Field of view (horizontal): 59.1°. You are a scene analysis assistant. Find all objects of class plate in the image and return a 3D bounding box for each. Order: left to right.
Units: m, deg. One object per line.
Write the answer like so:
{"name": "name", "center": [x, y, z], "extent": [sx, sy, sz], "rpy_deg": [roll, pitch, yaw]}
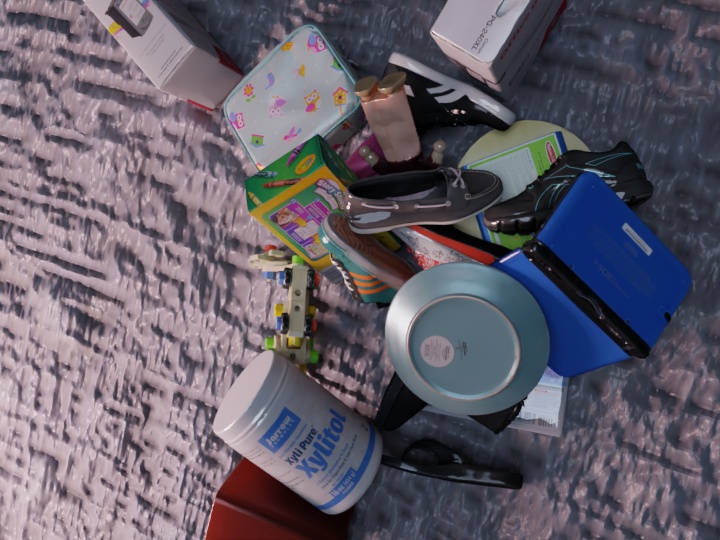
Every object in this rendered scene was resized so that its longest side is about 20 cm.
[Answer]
{"name": "plate", "center": [0.122, 0.088, 0.750], "extent": [0.197, 0.026, 0.204], "rpy_deg": [6, 113, 14]}

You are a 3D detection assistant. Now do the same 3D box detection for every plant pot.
{"name": "plant pot", "center": [-0.112, 0.388, 0.894], "extent": [0.173, 0.200, 0.203], "rpy_deg": [16, 98, 6]}

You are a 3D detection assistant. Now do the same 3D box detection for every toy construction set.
{"name": "toy construction set", "center": [-0.102, 0.056, 0.912], "extent": [0.091, 0.131, 0.204], "rpy_deg": [-10, 83, -12]}

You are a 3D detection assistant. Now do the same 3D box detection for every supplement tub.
{"name": "supplement tub", "center": [-0.079, 0.215, 0.840], "extent": [0.199, 0.132, 0.132], "rpy_deg": [40, 106, -18]}

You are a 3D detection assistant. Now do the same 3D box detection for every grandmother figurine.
{"name": "grandmother figurine", "center": [0.058, -0.151, 0.823], "extent": [0.120, 0.061, 0.202], "rpy_deg": [11, 136, 38]}

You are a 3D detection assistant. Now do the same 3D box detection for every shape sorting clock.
{"name": "shape sorting clock", "center": [0.215, -0.091, 0.825], "extent": [0.196, 0.039, 0.204], "rpy_deg": [2, 96, 15]}

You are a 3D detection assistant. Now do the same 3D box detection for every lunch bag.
{"name": "lunch bag", "center": [-0.089, -0.239, 0.905], "extent": [0.199, 0.077, 0.162], "rpy_deg": [-36, 80, 17]}

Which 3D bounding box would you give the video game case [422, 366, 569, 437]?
{"name": "video game case", "center": [0.181, 0.114, 0.857], "extent": [0.197, 0.024, 0.186], "rpy_deg": [7, 95, 20]}

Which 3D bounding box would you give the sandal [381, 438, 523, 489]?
{"name": "sandal", "center": [0.122, 0.262, 0.870], "extent": [0.197, 0.076, 0.049], "rpy_deg": [5, 69, 12]}

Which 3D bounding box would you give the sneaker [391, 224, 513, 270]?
{"name": "sneaker", "center": [0.102, -0.002, 0.817], "extent": [0.199, 0.067, 0.109], "rpy_deg": [24, 115, 9]}

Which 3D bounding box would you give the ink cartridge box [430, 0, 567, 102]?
{"name": "ink cartridge box", "center": [0.169, -0.298, 0.746], "extent": [0.083, 0.200, 0.146], "rpy_deg": [35, 103, 14]}

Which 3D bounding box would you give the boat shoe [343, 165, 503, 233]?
{"name": "boat shoe", "center": [0.076, -0.092, 0.758], "extent": [0.196, 0.057, 0.067], "rpy_deg": [-13, 47, 0]}

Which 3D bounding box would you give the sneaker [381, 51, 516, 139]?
{"name": "sneaker", "center": [0.102, -0.200, 0.845], "extent": [0.199, 0.073, 0.113], "rpy_deg": [34, 107, 27]}

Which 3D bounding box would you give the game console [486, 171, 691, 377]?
{"name": "game console", "center": [0.255, 0.013, 0.755], "extent": [0.199, 0.118, 0.172], "rpy_deg": [40, 81, -15]}

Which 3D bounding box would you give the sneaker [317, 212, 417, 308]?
{"name": "sneaker", "center": [0.000, 0.000, 0.832], "extent": [0.079, 0.199, 0.072], "rpy_deg": [-33, 47, 22]}

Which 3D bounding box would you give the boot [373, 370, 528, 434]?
{"name": "boot", "center": [0.119, 0.163, 0.833], "extent": [0.161, 0.073, 0.200], "rpy_deg": [26, 117, 4]}

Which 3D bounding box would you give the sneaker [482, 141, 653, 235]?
{"name": "sneaker", "center": [0.243, -0.096, 0.769], "extent": [0.197, 0.075, 0.081], "rpy_deg": [-14, 78, 10]}

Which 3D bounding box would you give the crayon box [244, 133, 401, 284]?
{"name": "crayon box", "center": [-0.044, -0.072, 0.836], "extent": [0.118, 0.200, 0.059], "rpy_deg": [-28, 50, 17]}

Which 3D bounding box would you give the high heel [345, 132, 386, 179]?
{"name": "high heel", "center": [-0.048, -0.126, 0.896], "extent": [0.197, 0.067, 0.098], "rpy_deg": [-13, 98, 14]}

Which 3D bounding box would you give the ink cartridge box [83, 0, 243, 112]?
{"name": "ink cartridge box", "center": [-0.287, -0.344, 0.932], "extent": [0.086, 0.147, 0.200], "rpy_deg": [-45, 77, 14]}
